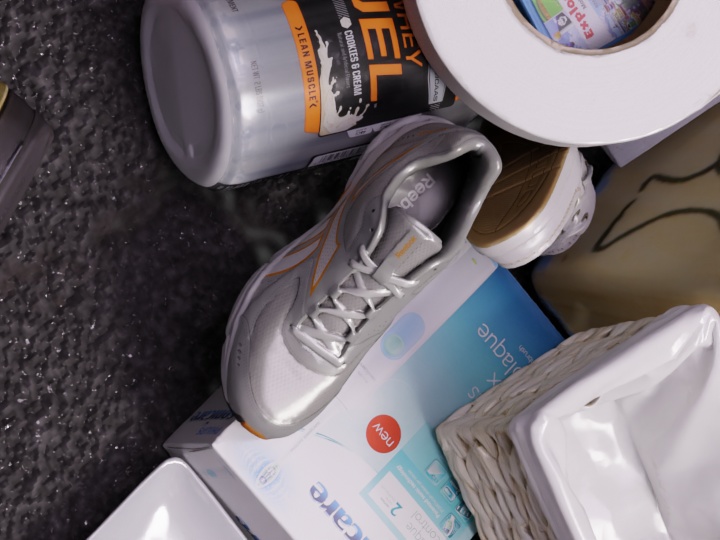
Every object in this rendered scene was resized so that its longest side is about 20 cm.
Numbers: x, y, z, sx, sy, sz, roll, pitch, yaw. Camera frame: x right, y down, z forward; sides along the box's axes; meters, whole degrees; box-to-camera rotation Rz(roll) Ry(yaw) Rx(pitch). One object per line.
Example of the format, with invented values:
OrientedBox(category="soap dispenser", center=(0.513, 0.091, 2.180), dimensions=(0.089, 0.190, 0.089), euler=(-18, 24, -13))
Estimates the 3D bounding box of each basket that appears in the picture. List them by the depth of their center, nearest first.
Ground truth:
OrientedBox(category="basket", center=(0.148, 0.133, 1.308), dimensions=(0.135, 0.123, 0.201), euler=(-30, 102, -24))

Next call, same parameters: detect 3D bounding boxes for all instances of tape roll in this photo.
OrientedBox(category="tape roll", center=(0.120, -0.166, 1.295), dimensions=(0.201, 0.037, 0.204), euler=(0, 92, -11))

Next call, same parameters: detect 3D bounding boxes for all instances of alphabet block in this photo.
OrientedBox(category="alphabet block", center=(0.256, 0.006, 1.402), dimensions=(0.197, 0.200, 0.196), euler=(48, 70, -23))

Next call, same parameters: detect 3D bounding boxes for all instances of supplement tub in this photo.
OrientedBox(category="supplement tub", center=(-0.011, -0.122, 1.346), dimensions=(0.199, 0.122, 0.123), euler=(-16, 92, -25))

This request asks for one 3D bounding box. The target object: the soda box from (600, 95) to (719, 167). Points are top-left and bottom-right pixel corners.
OrientedBox(category="soda box", center=(0.208, -0.149, 1.413), dimensions=(0.199, 0.064, 0.068), euler=(-35, 117, 4))

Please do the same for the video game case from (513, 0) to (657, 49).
OrientedBox(category="video game case", center=(0.160, -0.216, 1.331), dimensions=(0.199, 0.018, 0.144), euler=(-30, 101, -5))

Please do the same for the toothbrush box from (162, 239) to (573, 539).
OrientedBox(category="toothbrush box", center=(0.014, 0.082, 1.362), dimensions=(0.200, 0.085, 0.147), euler=(-44, 103, -20))

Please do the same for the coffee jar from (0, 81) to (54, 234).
OrientedBox(category="coffee jar", center=(-0.261, -0.084, 1.249), dimensions=(0.199, 0.085, 0.105), euler=(34, 70, -17))

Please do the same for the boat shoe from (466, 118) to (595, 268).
OrientedBox(category="boat shoe", center=(0.103, -0.041, 1.368), dimensions=(0.070, 0.200, 0.070), euler=(-24, 108, 18))

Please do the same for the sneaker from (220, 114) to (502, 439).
OrientedBox(category="sneaker", center=(0.000, 0.000, 1.263), dimensions=(0.076, 0.092, 0.201), euler=(36, 80, -15))

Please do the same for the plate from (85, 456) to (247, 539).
OrientedBox(category="plate", center=(-0.112, 0.238, 1.319), dimensions=(0.200, 0.032, 0.200), euler=(-44, 103, -22))
